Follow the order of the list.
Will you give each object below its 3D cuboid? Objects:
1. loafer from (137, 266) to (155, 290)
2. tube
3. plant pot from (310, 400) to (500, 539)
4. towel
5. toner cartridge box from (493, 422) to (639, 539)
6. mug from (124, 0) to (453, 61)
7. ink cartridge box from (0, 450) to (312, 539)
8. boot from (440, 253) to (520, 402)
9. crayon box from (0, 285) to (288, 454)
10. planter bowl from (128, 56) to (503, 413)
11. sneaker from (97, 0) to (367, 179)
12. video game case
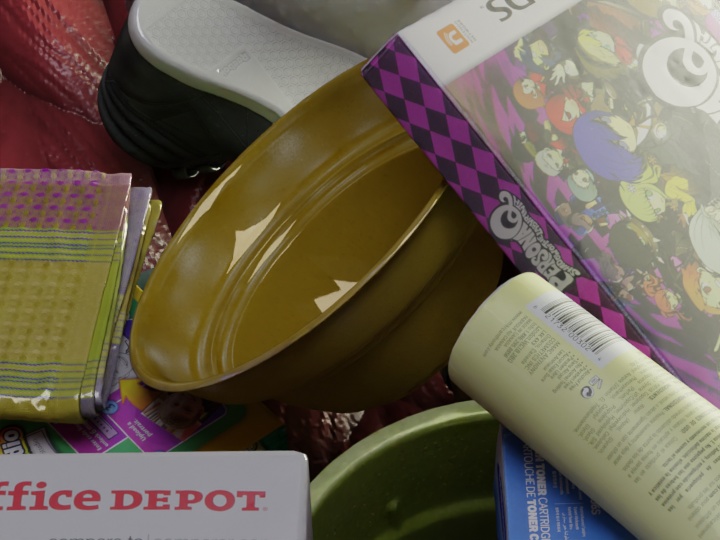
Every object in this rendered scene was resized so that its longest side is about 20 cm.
[{"bbox_3d":[-0.020,0.015,1.225,0.199,0.072,0.063,-18,52,-1],"label":"loafer"},{"bbox_3d":[0.118,0.078,0.884,0.200,0.052,0.058,38,100,23],"label":"tube"},{"bbox_3d":[0.062,0.188,0.998,0.199,0.190,0.201,0,49,0],"label":"plant pot"},{"bbox_3d":[-0.196,0.011,1.120,0.199,0.023,0.144,1,48,7],"label":"towel"},{"bbox_3d":[0.099,0.143,0.883,0.094,0.043,0.201,0,49,-2],"label":"toner cartridge box"},{"bbox_3d":[-0.020,-0.172,1.310,0.175,0.200,0.148,20,94,5],"label":"mug"},{"bbox_3d":[-0.089,0.162,0.847,0.144,0.084,0.201,-1,52,1],"label":"ink cartridge box"},{"bbox_3d":[0.109,0.055,1.097,0.068,0.188,0.200,-5,54,-37],"label":"boot"},{"bbox_3d":[-0.139,0.058,1.133,0.119,0.058,0.200,-32,56,-26],"label":"crayon box"},{"bbox_3d":[0.000,0.000,1.085,0.200,0.083,0.201,-35,25,19],"label":"planter bowl"},{"bbox_3d":[-0.047,-0.074,1.305,0.199,0.099,0.071,28,59,-17],"label":"sneaker"},{"bbox_3d":[0.121,-0.044,1.024,0.181,0.036,0.200,-33,82,-43],"label":"video game case"}]
